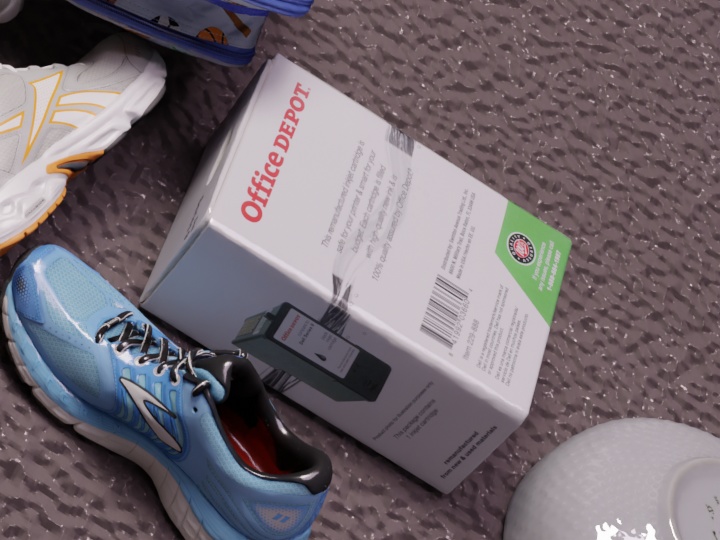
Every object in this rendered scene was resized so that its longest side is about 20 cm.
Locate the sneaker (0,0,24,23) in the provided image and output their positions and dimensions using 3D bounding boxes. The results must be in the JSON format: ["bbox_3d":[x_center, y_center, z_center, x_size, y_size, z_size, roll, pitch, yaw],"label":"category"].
[{"bbox_3d":[-0.250,-0.208,1.550,0.082,0.075,0.200,-33,80,-18],"label":"sneaker"}]

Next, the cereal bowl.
[{"bbox_3d":[0.178,0.161,1.548,0.199,0.083,0.201,20,46,-22],"label":"cereal bowl"}]

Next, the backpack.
[{"bbox_3d":[-0.095,-0.196,1.527,0.199,0.155,0.190,14,6,-14],"label":"backpack"}]

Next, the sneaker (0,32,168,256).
[{"bbox_3d":[-0.172,-0.082,1.473,0.092,0.076,0.200,49,40,-10],"label":"sneaker"}]

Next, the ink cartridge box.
[{"bbox_3d":[0.000,0.000,1.541,0.199,0.084,0.146,32,43,-12],"label":"ink cartridge box"}]

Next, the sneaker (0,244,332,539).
[{"bbox_3d":[-0.088,0.054,1.425,0.200,0.090,0.078,42,41,1],"label":"sneaker"}]
